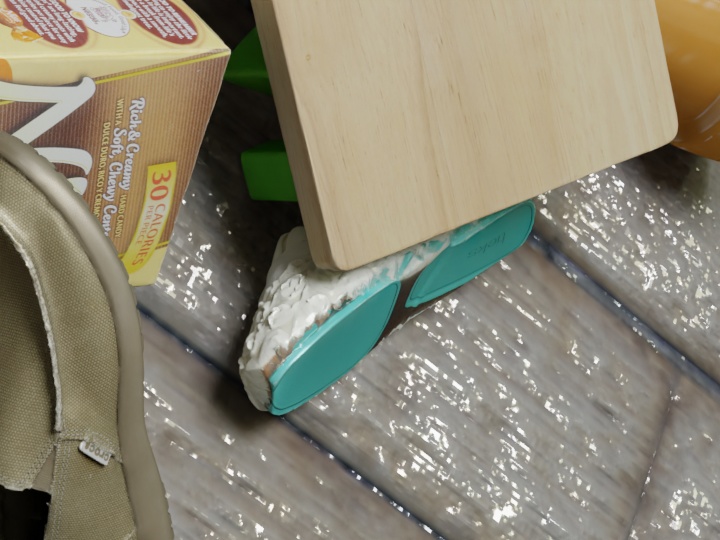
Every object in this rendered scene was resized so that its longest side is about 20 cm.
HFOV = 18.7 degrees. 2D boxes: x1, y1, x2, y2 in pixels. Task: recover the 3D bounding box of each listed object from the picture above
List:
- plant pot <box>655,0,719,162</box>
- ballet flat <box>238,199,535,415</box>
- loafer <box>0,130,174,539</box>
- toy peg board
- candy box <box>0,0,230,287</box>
[{"bbox_3d":[0.149,-0.168,1.088,0.182,0.200,0.201,15,61,-15],"label":"plant pot"},{"bbox_3d":[0.000,0.000,0.980,0.200,0.072,0.072,-32,91,-44],"label":"ballet flat"},{"bbox_3d":[-0.120,0.046,0.809,0.067,0.076,0.201,-27,118,-28],"label":"loafer"},{"bbox_3d":[0.020,-0.127,0.963,0.198,0.098,0.201,-22,106,-32],"label":"toy peg board"},{"bbox_3d":[-0.157,-0.046,0.830,0.199,0.116,0.055,-6,40,-38],"label":"candy box"}]
